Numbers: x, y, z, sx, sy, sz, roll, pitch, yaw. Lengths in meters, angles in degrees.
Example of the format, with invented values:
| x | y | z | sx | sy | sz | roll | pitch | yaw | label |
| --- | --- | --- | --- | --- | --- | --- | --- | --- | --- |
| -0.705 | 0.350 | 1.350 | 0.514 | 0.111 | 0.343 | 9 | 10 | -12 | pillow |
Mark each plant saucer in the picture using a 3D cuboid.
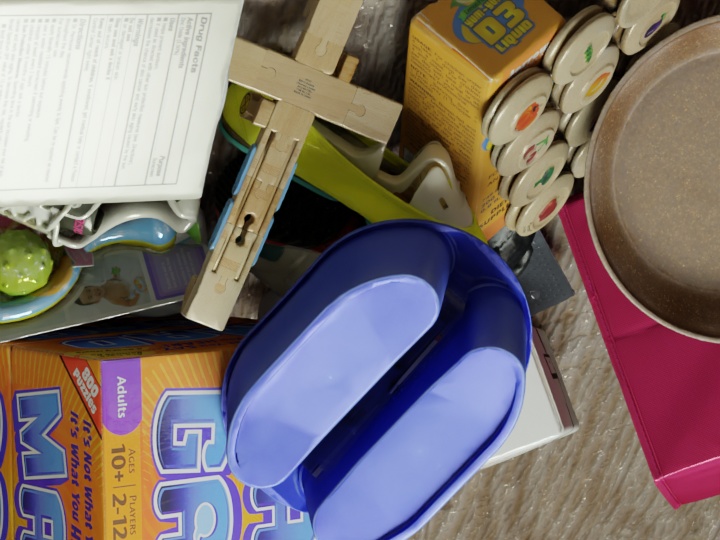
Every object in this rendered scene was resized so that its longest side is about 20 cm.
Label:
| x | y | z | sx | sy | sz | roll | pitch | yaw | label |
| --- | --- | --- | --- | --- | --- | --- | --- | --- | --- |
| 0.226 | -0.057 | 1.563 | 0.200 | 0.201 | 0.037 | -13 | -167 | -8 | plant saucer |

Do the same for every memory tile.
| x | y | z | sx | sy | sz | roll | pitch | yaw | label |
| --- | --- | --- | --- | --- | --- | --- | --- | --- | --- |
| 0.135 | -0.102 | 1.533 | 0.153 | 0.017 | 0.200 | -45 | 160 | -8 | memory tile |

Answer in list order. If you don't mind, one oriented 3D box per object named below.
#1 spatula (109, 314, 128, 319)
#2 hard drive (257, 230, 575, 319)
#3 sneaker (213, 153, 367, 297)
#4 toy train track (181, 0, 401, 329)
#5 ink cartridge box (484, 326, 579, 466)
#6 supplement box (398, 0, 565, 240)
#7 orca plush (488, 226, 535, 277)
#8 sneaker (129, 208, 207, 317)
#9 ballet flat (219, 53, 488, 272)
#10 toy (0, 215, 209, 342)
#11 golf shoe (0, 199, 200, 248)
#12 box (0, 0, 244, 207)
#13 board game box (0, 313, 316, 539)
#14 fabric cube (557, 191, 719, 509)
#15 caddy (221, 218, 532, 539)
| x | y | z | sx | sy | sz | roll | pitch | yaw | label |
| --- | --- | --- | --- | --- | --- | --- | --- | --- | --- |
| -0.193 | 0.011 | 1.639 | 0.200 | 0.021 | 0.057 | -1 | 143 | -26 | spatula |
| 0.035 | 0.017 | 1.760 | 0.200 | 0.042 | 0.135 | -22 | 153 | 8 | hard drive |
| -0.001 | 0.000 | 1.603 | 0.200 | 0.070 | 0.093 | 27 | 158 | 4 | sneaker |
| -0.052 | -0.065 | 1.456 | 0.115 | 0.033 | 0.200 | 21 | 94 | -22 | toy train track |
| 0.068 | 0.100 | 1.816 | 0.146 | 0.084 | 0.200 | -21 | 175 | 7 | ink cartridge box |
| 0.068 | -0.093 | 1.530 | 0.067 | 0.069 | 0.200 | -41 | 158 | -21 | supplement box |
| 0.048 | -0.006 | 1.646 | 0.200 | 0.071 | 0.105 | -27 | 117 | 4 | orca plush |
| -0.187 | -0.011 | 1.568 | 0.200 | 0.070 | 0.080 | -10 | 136 | -18 | sneaker |
| 0.012 | -0.057 | 1.511 | 0.200 | 0.067 | 0.067 | 34 | 114 | -12 | ballet flat |
| -0.190 | -0.020 | 1.493 | 0.200 | 0.115 | 0.047 | -10 | 139 | -12 | toy |
| -0.184 | -0.058 | 1.448 | 0.200 | 0.088 | 0.077 | -7 | 153 | -15 | golf shoe |
| -0.175 | -0.112 | 1.290 | 0.200 | 0.109 | 0.128 | -3 | 128 | -25 | box |
| -0.129 | 0.136 | 1.612 | 0.200 | 0.200 | 0.200 | -4 | -174 | -38 | board game box |
| 0.258 | 0.025 | 1.696 | 0.199 | 0.200 | 0.196 | -20 | 168 | 7 | fabric cube |
| 0.008 | 0.064 | 1.487 | 0.141 | 0.105 | 0.200 | 41 | 105 | -11 | caddy |
